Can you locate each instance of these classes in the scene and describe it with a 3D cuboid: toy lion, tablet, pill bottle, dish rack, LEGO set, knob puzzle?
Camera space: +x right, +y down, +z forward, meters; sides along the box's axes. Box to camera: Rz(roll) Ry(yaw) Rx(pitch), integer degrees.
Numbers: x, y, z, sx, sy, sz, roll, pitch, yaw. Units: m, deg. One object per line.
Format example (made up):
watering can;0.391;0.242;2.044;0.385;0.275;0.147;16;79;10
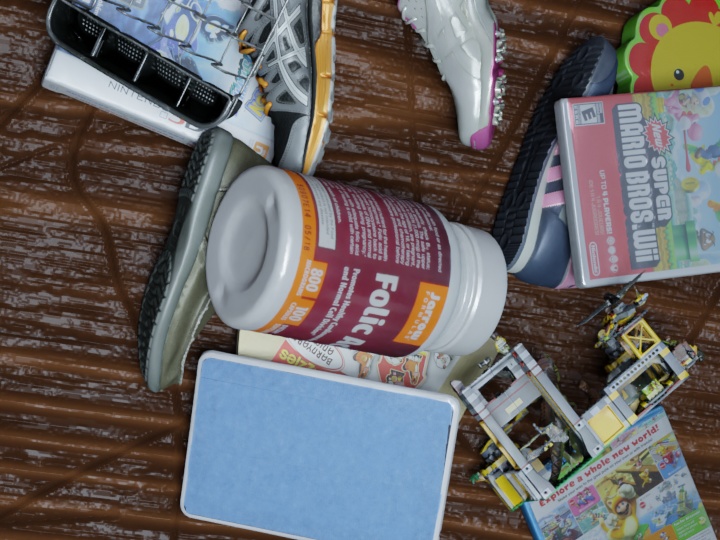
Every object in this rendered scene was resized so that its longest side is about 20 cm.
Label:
toy lion;0.291;-0.123;1.259;0.198;0.069;0.194;24;76;-13
tablet;-0.032;0.138;1.143;0.197;0.014;0.132;10;101;7
pill bottle;0.000;0.000;1.100;0.198;0.114;0.116;11;86;-33
dish rack;-0.111;-0.217;1.072;0.152;0.055;0.202;30;99;11
LEGO set;0.148;0.084;1.171;0.199;0.154;0.116;-39;85;0
knob puzzle;-0.014;0.092;1.190;0.217;0.030;0.223;0;89;-15

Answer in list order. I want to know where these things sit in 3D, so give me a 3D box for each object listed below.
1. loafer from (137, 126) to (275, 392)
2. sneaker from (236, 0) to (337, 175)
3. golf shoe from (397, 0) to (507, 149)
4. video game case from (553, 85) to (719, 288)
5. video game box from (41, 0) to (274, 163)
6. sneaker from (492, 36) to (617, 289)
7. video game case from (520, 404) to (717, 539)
loafer;-0.111;-0.001;1.133;0.069;0.075;0.202;16;102;-19
sneaker;-0.055;-0.159;1.123;0.076;0.078;0.203;1;87;-3
golf shoe;0.069;-0.194;1.203;0.090;0.075;0.203;-3;92;8
video game case;0.250;-0.068;1.193;0.197;0.017;0.145;-6;88;-17
video game box;-0.120;-0.198;1.160;0.180;0.047;0.202;21;85;-16
sneaker;0.172;-0.082;1.226;0.081;0.070;0.202;22;90;-21
video game case;0.221;0.231;1.254;0.142;0.018;0.202;-24;95;-13
